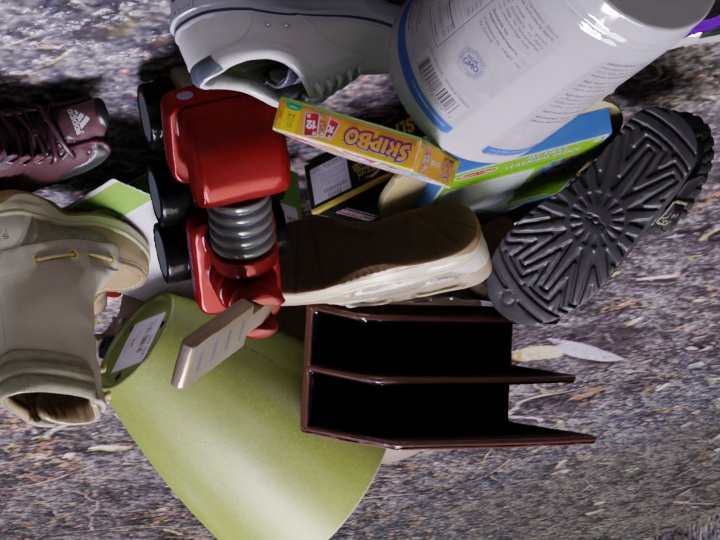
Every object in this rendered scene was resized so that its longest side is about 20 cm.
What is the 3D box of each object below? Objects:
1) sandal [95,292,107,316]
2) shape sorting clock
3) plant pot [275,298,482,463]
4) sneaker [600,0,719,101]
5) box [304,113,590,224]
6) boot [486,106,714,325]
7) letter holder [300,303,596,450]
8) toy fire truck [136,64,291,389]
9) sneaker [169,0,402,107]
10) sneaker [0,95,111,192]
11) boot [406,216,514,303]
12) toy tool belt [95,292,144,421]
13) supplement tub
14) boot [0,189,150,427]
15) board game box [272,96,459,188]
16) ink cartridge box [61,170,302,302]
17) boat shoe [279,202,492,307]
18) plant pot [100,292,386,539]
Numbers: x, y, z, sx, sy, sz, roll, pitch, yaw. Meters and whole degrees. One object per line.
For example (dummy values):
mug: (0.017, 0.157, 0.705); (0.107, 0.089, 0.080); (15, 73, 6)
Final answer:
sandal: (-0.305, -0.012, 1.576); (0.209, 0.078, 0.070); (6, 123, 1)
shape sorting clock: (0.105, -0.082, 1.500); (0.198, 0.040, 0.200); (-19, 165, -5)
plant pot: (-0.004, 0.056, 1.764); (0.199, 0.202, 0.134); (-20, 148, 25)
sneaker: (0.182, -0.179, 1.360); (0.199, 0.070, 0.099); (-25, 158, 12)
box: (0.077, -0.079, 1.622); (0.159, 0.050, 0.199); (-26, 156, 33)
boot: (0.194, -0.042, 1.546); (0.211, 0.080, 0.158); (-43, 173, 10)
letter holder: (0.074, 0.082, 1.527); (0.198, 0.102, 0.142); (2, -177, -33)
toy fire truck: (-0.095, -0.025, 1.353); (0.127, 0.200, 0.178); (-13, 126, -15)
sneaker: (-0.037, -0.141, 1.329); (0.198, 0.072, 0.073); (0, 159, -31)
sneaker: (-0.234, -0.100, 1.352); (0.114, 0.076, 0.200); (-18, 172, 5)
boot: (0.071, 0.001, 1.623); (0.145, 0.071, 0.199); (-8, 176, 27)
toy tool belt: (-0.178, 0.074, 1.692); (0.124, 0.124, 0.200); (0, 148, 39)
supplement tub: (0.118, -0.164, 1.260); (0.131, 0.133, 0.200); (1, 158, -33)
boot: (-0.206, 0.036, 1.414); (0.072, 0.156, 0.200); (-21, 162, 21)
board game box: (0.009, -0.083, 1.322); (0.095, 0.030, 0.200); (17, -175, 10)
ink cartridge box: (-0.162, -0.046, 1.537); (0.147, 0.077, 0.199); (-25, 149, 36)
boat shoe: (0.000, 0.000, 1.490); (0.198, 0.073, 0.065); (-10, 142, 14)
plant pot: (-0.107, 0.111, 1.600); (0.200, 0.188, 0.186); (40, 136, -24)
